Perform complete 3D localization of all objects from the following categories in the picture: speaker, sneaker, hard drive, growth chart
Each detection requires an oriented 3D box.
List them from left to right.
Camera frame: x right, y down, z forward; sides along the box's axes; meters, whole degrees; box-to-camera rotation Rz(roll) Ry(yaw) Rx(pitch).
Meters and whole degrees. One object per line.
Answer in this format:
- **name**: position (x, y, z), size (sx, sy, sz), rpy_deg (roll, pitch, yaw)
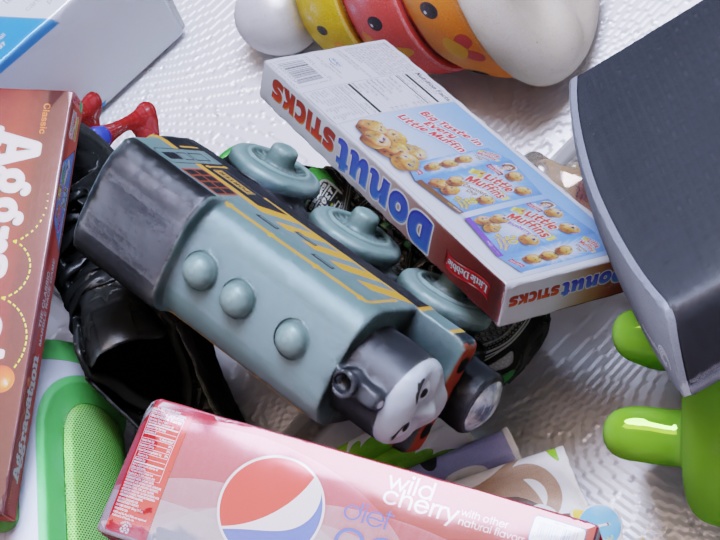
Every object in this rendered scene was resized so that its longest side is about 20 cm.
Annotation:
- **speaker**: position (-0.145, 0.133, 0.826), size (0.088, 0.088, 0.200), rpy_deg (-16, 53, 8)
- **sneaker**: position (-0.113, 0.013, 0.850), size (0.060, 0.200, 0.104), rpy_deg (-32, 16, 4)
- **sneaker**: position (0.000, 0.000, 0.869), size (0.200, 0.085, 0.078), rpy_deg (22, 66, 28)
- **growth chart**: position (0.053, 0.140, 0.784), size (0.145, 0.018, 0.200), rpy_deg (-32, 61, -2)
- **hard drive**: position (0.152, -0.048, 0.727), size (0.135, 0.042, 0.200), rpy_deg (-31, 32, 14)

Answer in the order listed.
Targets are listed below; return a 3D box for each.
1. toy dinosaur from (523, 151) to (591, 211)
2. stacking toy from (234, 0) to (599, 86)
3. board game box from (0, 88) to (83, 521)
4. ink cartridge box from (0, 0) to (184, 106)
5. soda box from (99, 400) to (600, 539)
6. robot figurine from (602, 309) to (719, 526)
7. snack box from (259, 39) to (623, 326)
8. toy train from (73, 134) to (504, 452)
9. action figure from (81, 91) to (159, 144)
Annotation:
- **toy dinosaur**: position (0.176, -0.031, 0.816), size (0.200, 0.086, 0.136), rpy_deg (11, 61, 40)
- **stacking toy**: position (0.016, -0.153, 0.969), size (0.200, 0.146, 0.146), rpy_deg (-12, 51, 35)
- **board game box**: position (-0.192, 0.011, 0.816), size (0.103, 0.019, 0.200), rpy_deg (3, 72, 9)
- **ink cartridge box**: position (-0.227, -0.160, 1.060), size (0.146, 0.086, 0.200), rpy_deg (-45, 56, -14)
- **soda box**: position (-0.001, 0.115, 0.747), size (0.200, 0.070, 0.063), rpy_deg (15, 72, 17)
- **robot figurine**: position (0.205, 0.054, 0.741), size (0.200, 0.116, 0.176), rpy_deg (4, 81, 20)
- **snack box**: position (0.035, -0.046, 0.816), size (0.072, 0.024, 0.200), rpy_deg (-13, 40, -31)
- **toy train**: position (-0.032, 0.009, 0.785), size (0.200, 0.114, 0.085), rpy_deg (37, 109, 23)
- **action figure**: position (-0.181, -0.041, 0.930), size (0.065, 0.052, 0.200), rpy_deg (17, 28, 24)
